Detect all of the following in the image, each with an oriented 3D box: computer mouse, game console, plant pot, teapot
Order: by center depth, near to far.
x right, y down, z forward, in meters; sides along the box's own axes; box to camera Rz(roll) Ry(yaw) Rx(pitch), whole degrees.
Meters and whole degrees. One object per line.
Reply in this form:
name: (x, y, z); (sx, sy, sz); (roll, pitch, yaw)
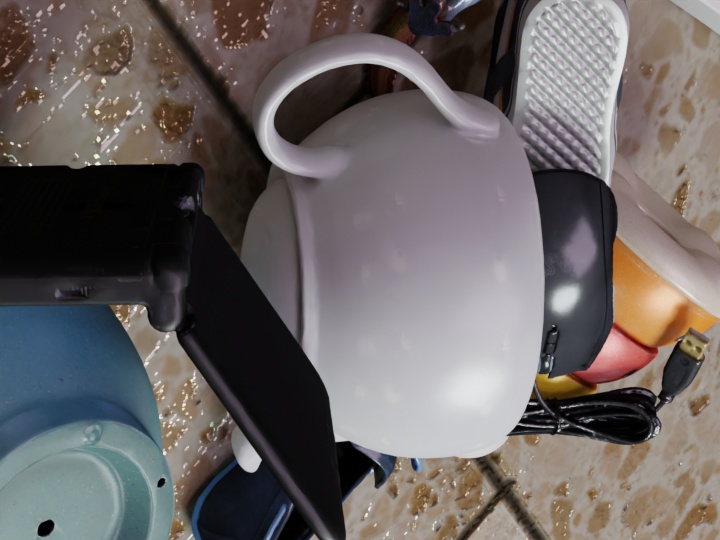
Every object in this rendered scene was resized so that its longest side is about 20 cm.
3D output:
game console: (-0.097, 0.029, 0.711); (0.174, 0.200, 0.117); (-1, 103, -3)
plant pot: (-0.166, 0.091, 0.782); (0.199, 0.134, 0.202); (-22, 126, -34)
teapot: (0.000, 0.000, 0.872); (0.145, 0.197, 0.202); (-1, 86, -13)
computer mouse: (0.127, 0.034, 0.949); (0.139, 0.046, 0.201); (3, 132, -6)

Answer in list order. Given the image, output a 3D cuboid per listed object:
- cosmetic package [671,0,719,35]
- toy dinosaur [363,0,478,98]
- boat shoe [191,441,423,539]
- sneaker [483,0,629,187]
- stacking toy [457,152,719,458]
cosmetic package: (0.205, -0.198, 1.032); (0.199, 0.051, 0.083); (19, 99, -47)
toy dinosaur: (0.063, -0.206, 0.903); (0.182, 0.105, 0.200); (-47, 175, -31)
boat shoe: (-0.003, 0.101, 0.989); (0.200, 0.068, 0.084); (-49, 137, -12)
sneaker: (0.102, -0.087, 0.941); (0.078, 0.080, 0.201); (10, 131, -5)
stacking toy: (0.116, 0.035, 1.050); (0.200, 0.146, 0.146); (-48, 140, 16)
